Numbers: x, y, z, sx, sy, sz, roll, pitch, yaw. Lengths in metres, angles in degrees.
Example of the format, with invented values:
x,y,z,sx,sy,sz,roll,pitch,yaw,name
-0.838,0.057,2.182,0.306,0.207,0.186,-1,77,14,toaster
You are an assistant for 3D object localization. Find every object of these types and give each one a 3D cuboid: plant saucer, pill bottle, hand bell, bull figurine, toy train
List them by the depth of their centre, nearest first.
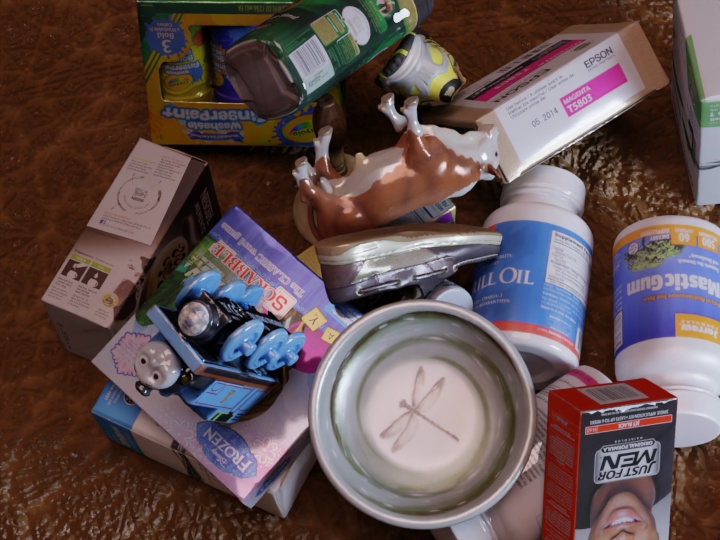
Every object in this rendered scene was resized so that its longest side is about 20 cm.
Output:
x,y,z,sx,sy,sz,roll,pitch,yaw,name
-0.123,0.069,1.546,0.114,0.200,0.087,-45,73,7,toy train
0.054,0.127,1.602,0.200,0.050,0.200,0,81,0,plant saucer
0.155,0.184,1.660,0.200,0.113,0.113,-32,64,-12,pill bottle
0.034,-0.096,1.683,0.200,0.121,0.065,-30,27,3,bull figurine
0.295,0.059,1.716,0.112,0.112,0.200,0,61,5,pill bottle
0.165,0.004,1.756,0.112,0.112,0.200,6,62,8,pill bottle
-0.024,-0.110,1.782,0.104,0.200,0.104,-2,62,3,hand bell

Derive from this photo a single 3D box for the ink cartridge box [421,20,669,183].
x,y,z,sx,sy,sz,roll,pitch,yaw,name
0.180,-0.170,1.816,0.200,0.165,0.075,-31,103,-12,ink cartridge box

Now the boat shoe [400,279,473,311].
x,y,z,sx,sy,sz,roll,pitch,yaw,name
0.029,0.093,1.730,0.086,0.075,0.202,32,101,53,boat shoe

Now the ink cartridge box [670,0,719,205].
x,y,z,sx,sy,sz,roll,pitch,yaw,name
0.357,-0.175,1.787,0.084,0.200,0.146,-8,61,4,ink cartridge box

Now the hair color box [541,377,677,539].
x,y,z,sx,sy,sz,roll,pitch,yaw,name
0.215,0.201,1.593,0.101,0.200,0.061,-6,18,-22,hair color box

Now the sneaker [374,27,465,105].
x,y,z,sx,sy,sz,roll,pitch,yaw,name
0.063,-0.196,1.845,0.076,0.200,0.075,36,102,-2,sneaker

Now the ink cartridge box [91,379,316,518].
x,y,z,sx,sy,sz,roll,pitch,yaw,name
-0.129,0.125,1.730,0.200,0.084,0.146,23,68,14,ink cartridge box

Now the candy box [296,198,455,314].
x,y,z,sx,sy,sz,roll,pitch,yaw,name
0.000,0.000,1.769,0.200,0.117,0.056,-33,66,-13,candy box

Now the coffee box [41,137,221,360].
x,y,z,sx,sy,sz,roll,pitch,yaw,name
-0.222,-0.014,1.797,0.080,0.113,0.200,21,66,15,coffee box

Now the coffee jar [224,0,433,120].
x,y,z,sx,sy,sz,roll,pitch,yaw,name
-0.026,-0.225,1.712,0.200,0.104,0.085,-38,105,-32,coffee jar

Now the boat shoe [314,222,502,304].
x,y,z,sx,sy,sz,roll,pitch,yaw,name
0.045,-0.006,1.670,0.200,0.065,0.072,-7,11,-38,boat shoe

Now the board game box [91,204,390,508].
x,y,z,sx,sy,sz,roll,pitch,yaw,name
-0.107,0.076,1.663,0.200,0.041,0.200,40,84,17,board game box

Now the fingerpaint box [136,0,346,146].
x,y,z,sx,sy,sz,roll,pitch,yaw,name
-0.118,-0.213,1.858,0.200,0.167,0.073,2,35,5,fingerpaint box
